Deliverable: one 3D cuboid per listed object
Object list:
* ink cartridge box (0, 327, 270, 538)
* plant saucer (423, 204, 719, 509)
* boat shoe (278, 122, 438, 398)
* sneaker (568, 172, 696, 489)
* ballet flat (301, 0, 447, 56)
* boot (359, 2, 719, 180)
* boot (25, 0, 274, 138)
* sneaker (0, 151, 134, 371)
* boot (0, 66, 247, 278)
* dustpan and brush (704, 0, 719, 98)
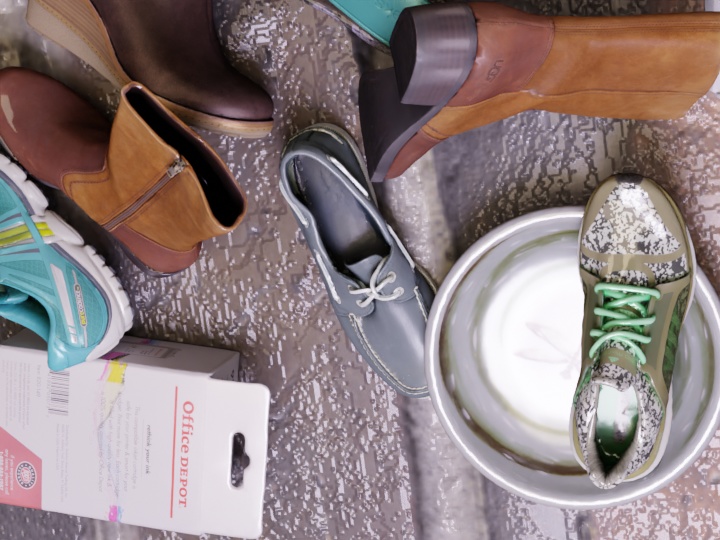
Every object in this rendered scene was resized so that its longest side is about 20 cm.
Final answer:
[{"bbox_3d":[-0.152,0.112,1.146,0.198,0.067,0.118,8,104,13],"label":"ink cartridge box"},{"bbox_3d":[0.142,0.053,1.074,0.198,0.050,0.202,3,103,12],"label":"plant saucer"},{"bbox_3d":[0.000,0.000,1.089,0.072,0.062,0.201,-23,96,16],"label":"boat shoe"},{"bbox_3d":[0.163,0.043,0.995,0.076,0.089,0.202,2,102,13],"label":"sneaker"},{"bbox_3d":[-0.027,-0.205,1.045,0.200,0.072,0.072,35,107,-8],"label":"ballet flat"},{"bbox_3d":[0.106,-0.111,1.018,0.198,0.189,0.069,-3,63,-15],"label":"boot"},{"bbox_3d":[-0.118,-0.195,1.070,0.199,0.072,0.167,30,109,9],"label":"boot"},{"bbox_3d":[-0.241,-0.015,1.115,0.200,0.080,0.078,43,151,14],"label":"sneaker"},{"bbox_3d":[-0.162,-0.077,1.038,0.068,0.200,0.189,-38,92,-17],"label":"boot"},{"bbox_3d":[0.306,-0.170,0.982,0.198,0.057,0.141,0,102,13],"label":"dustpan and brush"}]
